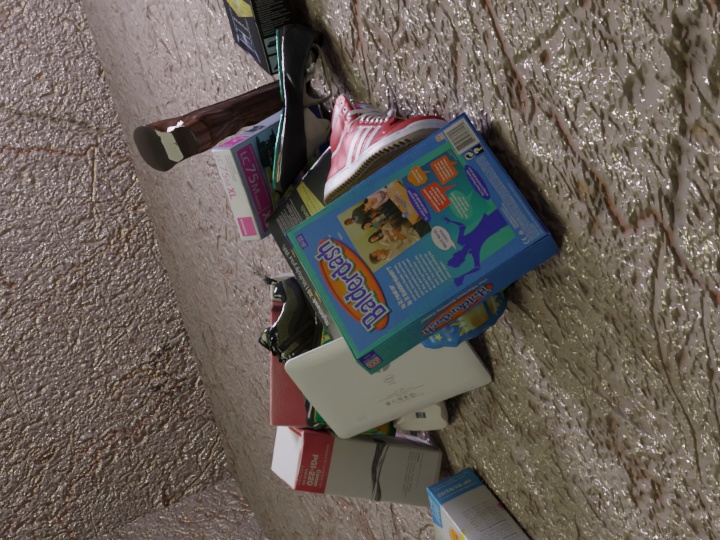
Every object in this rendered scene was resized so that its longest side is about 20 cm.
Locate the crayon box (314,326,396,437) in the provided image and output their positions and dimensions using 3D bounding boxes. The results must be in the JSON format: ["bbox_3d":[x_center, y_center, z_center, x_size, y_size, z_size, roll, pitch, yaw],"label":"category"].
[{"bbox_3d":[0.001,0.140,1.531,0.200,0.058,0.119,38,-125,-72],"label":"crayon box"}]

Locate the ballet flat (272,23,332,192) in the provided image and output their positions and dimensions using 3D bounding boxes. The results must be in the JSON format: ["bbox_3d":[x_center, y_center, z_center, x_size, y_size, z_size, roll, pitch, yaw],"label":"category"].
[{"bbox_3d":[-0.067,-0.191,1.438,0.073,0.073,0.201,155,117,-75],"label":"ballet flat"}]

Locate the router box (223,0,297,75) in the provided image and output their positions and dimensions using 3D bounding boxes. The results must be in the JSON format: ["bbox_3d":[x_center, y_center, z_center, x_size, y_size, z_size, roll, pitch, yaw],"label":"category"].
[{"bbox_3d":[-0.134,-0.346,1.540,0.200,0.052,0.158,-130,22,-60],"label":"router box"}]

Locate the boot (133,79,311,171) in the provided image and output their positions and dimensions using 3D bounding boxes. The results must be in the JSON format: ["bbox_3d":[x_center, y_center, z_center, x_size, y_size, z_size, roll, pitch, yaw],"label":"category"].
[{"bbox_3d":[-0.178,-0.200,1.612,0.186,0.200,0.064,4,121,52],"label":"boot"}]

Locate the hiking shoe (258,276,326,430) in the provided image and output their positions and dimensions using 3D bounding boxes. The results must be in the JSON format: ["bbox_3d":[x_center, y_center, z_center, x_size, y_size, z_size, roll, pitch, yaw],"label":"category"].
[{"bbox_3d":[-0.076,0.103,1.564,0.076,0.100,0.201,22,-116,-74],"label":"hiking shoe"}]

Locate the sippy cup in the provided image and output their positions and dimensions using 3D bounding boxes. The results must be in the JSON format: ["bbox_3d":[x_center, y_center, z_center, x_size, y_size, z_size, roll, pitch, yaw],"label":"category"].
[{"bbox_3d":[0.076,0.001,1.208,0.131,0.139,0.178,60,-173,-14],"label":"sippy cup"}]

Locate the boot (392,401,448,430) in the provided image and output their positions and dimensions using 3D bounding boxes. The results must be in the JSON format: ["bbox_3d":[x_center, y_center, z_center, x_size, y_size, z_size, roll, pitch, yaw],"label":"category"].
[{"bbox_3d":[0.076,0.142,1.537,0.200,0.073,0.091,92,178,-72],"label":"boot"}]

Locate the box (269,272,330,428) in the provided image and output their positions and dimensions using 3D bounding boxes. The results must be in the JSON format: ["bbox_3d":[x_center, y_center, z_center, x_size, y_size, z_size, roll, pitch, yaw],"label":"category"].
[{"bbox_3d":[-0.061,0.103,1.655,0.128,0.109,0.201,-19,-71,-85],"label":"box"}]

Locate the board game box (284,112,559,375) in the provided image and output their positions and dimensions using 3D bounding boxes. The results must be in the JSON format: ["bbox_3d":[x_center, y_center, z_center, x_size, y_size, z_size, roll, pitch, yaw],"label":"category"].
[{"bbox_3d":[0.051,-0.025,1.096,0.152,0.200,0.045,60,-174,29],"label":"board game box"}]

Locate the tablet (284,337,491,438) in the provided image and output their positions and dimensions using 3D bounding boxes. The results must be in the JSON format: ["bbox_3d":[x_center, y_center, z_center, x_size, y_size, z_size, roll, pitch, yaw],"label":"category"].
[{"bbox_3d":[0.030,0.113,1.361,0.130,0.200,0.014,54,-156,-28],"label":"tablet"}]

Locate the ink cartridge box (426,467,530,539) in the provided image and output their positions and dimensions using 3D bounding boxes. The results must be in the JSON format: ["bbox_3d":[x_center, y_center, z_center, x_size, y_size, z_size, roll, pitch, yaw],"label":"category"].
[{"bbox_3d":[0.160,0.350,1.503,0.200,0.068,0.115,47,155,52],"label":"ink cartridge box"}]

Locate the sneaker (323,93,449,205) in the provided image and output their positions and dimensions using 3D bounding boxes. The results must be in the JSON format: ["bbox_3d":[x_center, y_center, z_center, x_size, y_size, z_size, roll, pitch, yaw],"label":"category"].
[{"bbox_3d":[0.026,-0.144,1.261,0.200,0.071,0.113,-28,53,52],"label":"sneaker"}]

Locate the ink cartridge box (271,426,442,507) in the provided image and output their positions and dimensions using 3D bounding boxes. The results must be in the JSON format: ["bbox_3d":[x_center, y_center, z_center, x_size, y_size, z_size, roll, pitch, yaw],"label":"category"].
[{"bbox_3d":[-0.007,0.260,1.681,0.146,0.200,0.085,-172,91,-74],"label":"ink cartridge box"}]

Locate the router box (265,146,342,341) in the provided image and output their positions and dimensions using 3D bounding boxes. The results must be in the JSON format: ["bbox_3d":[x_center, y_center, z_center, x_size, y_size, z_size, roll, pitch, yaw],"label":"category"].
[{"bbox_3d":[-0.006,-0.026,1.390,0.157,0.052,0.200,-45,65,35],"label":"router box"}]

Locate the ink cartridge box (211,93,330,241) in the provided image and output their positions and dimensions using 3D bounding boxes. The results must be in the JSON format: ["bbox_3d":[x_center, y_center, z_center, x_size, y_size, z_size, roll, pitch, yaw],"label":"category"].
[{"bbox_3d":[-0.090,-0.131,1.516,0.042,0.200,0.120,-1,116,38],"label":"ink cartridge box"}]
